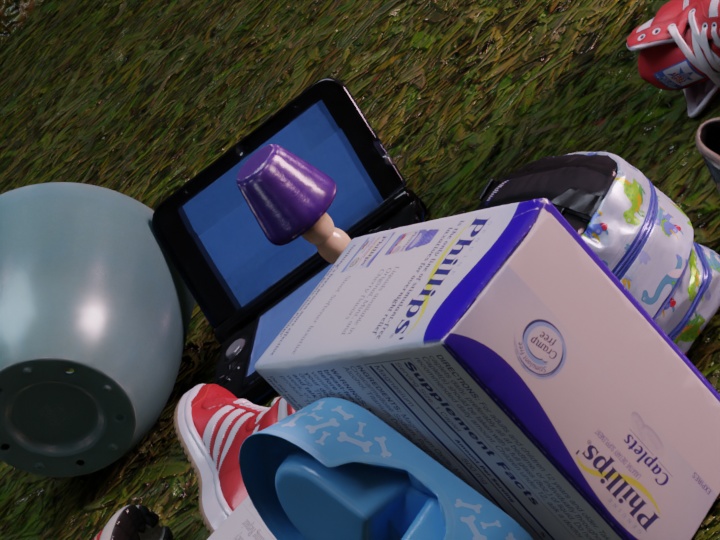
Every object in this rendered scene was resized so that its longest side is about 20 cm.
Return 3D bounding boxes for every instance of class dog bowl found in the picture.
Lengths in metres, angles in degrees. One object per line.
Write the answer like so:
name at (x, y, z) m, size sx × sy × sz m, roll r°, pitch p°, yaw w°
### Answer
dog bowl at (0.024, 0.141, 1.482) m, size 0.050 × 0.200 × 0.112 m, roll -42°, pitch -26°, yaw -29°

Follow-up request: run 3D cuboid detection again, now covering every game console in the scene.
game console at (-0.062, -0.015, 2.061) m, size 0.200 × 0.118 × 0.171 m, roll -37°, pitch 20°, yaw 24°

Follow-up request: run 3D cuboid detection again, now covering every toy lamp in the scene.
toy lamp at (0.000, 0.000, 1.774) m, size 0.058 × 0.200 × 0.058 m, roll -39°, pitch 20°, yaw 18°

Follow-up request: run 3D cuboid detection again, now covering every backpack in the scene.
backpack at (0.124, 0.003, 1.636) m, size 0.163 × 0.154 × 0.200 m, roll -48°, pitch -3°, yaw -15°

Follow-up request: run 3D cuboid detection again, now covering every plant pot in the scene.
plant pot at (-0.227, 0.060, 2.151) m, size 0.200 × 0.200 × 0.161 m, roll -36°, pitch 32°, yaw 25°

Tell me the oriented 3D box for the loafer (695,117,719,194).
loafer at (0.253, -0.056, 1.577) m, size 0.072 × 0.063 × 0.200 m, roll -51°, pitch 20°, yaw -15°

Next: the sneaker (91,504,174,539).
sneaker at (-0.188, 0.243, 1.884) m, size 0.085 × 0.077 × 0.200 m, roll -36°, pitch 10°, yaw 38°

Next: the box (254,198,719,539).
box at (0.075, 0.070, 1.505) m, size 0.105 × 0.184 × 0.200 m, roll -52°, pitch 20°, yaw -24°

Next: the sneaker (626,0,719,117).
sneaker at (0.238, -0.147, 1.785) m, size 0.112 × 0.071 × 0.200 m, roll -43°, pitch 14°, yaw 2°

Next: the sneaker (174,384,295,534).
sneaker at (-0.058, 0.106, 1.852) m, size 0.112 × 0.071 × 0.200 m, roll -46°, pitch 26°, yaw 11°

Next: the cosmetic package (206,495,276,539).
cosmetic package at (-0.072, 0.209, 1.694) m, size 0.200 × 0.074 × 0.102 m, roll -46°, pitch 18°, yaw -5°
